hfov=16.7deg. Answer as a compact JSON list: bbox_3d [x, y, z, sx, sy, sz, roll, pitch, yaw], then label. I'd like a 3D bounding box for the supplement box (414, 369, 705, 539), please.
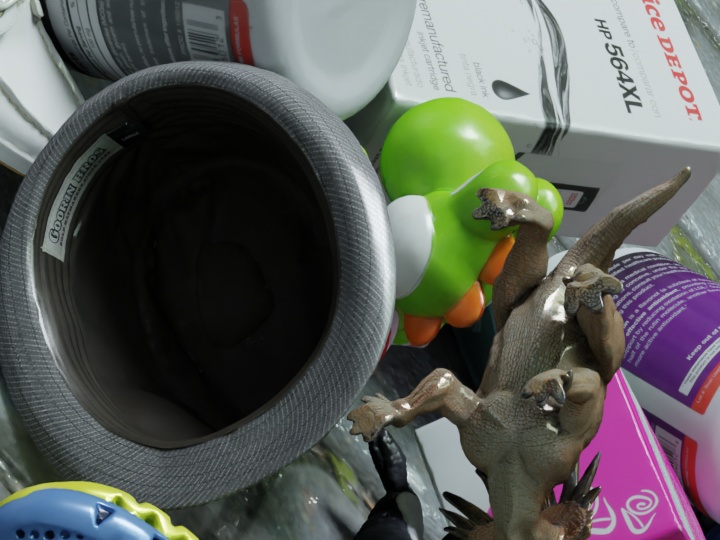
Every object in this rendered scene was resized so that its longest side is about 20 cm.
[{"bbox_3d":[0.110,0.134,1.180,0.200,0.101,0.104,55,13,-57],"label":"supplement box"}]

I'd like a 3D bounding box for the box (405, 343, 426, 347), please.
[{"bbox_3d":[-0.012,-0.070,1.261,0.102,0.095,0.201,6,49,-30],"label":"box"}]

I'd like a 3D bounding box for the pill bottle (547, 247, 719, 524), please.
[{"bbox_3d":[0.173,0.058,1.346,0.112,0.113,0.200,33,0,-41],"label":"pill bottle"}]

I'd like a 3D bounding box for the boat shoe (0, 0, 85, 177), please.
[{"bbox_3d":[-0.170,-0.127,1.054,0.200,0.069,0.071,52,23,-8],"label":"boat shoe"}]

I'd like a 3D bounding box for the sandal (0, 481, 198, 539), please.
[{"bbox_3d":[-0.072,0.166,0.900,0.200,0.079,0.087,52,28,-5],"label":"sandal"}]

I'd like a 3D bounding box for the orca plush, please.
[{"bbox_3d":[0.000,0.140,1.077,0.071,0.106,0.201,14,39,-11],"label":"orca plush"}]

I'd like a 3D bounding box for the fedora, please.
[{"bbox_3d":[-0.059,0.014,1.021,0.201,0.176,0.090,60,8,28],"label":"fedora"}]

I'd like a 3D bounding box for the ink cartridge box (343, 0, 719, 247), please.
[{"bbox_3d":[0.067,-0.100,1.206,0.199,0.084,0.147,5,50,-30],"label":"ink cartridge box"}]

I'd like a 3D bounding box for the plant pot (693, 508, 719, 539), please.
[{"bbox_3d":[0.261,0.147,1.427,0.200,0.179,0.201,36,31,-38],"label":"plant pot"}]

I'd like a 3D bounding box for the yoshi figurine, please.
[{"bbox_3d":[0.003,-0.009,1.104,0.112,0.199,0.112,62,27,4],"label":"yoshi figurine"}]

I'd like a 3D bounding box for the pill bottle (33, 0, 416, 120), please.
[{"bbox_3d":[-0.083,-0.138,1.105,0.116,0.199,0.117,-27,124,-49],"label":"pill bottle"}]

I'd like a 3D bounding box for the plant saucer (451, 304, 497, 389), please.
[{"bbox_3d":[0.063,-0.001,1.326,0.200,0.027,0.201,164,-90,-84],"label":"plant saucer"}]

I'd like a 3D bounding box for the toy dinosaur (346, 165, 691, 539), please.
[{"bbox_3d":[0.078,0.050,1.020,0.201,0.085,0.136,-63,149,-15],"label":"toy dinosaur"}]
